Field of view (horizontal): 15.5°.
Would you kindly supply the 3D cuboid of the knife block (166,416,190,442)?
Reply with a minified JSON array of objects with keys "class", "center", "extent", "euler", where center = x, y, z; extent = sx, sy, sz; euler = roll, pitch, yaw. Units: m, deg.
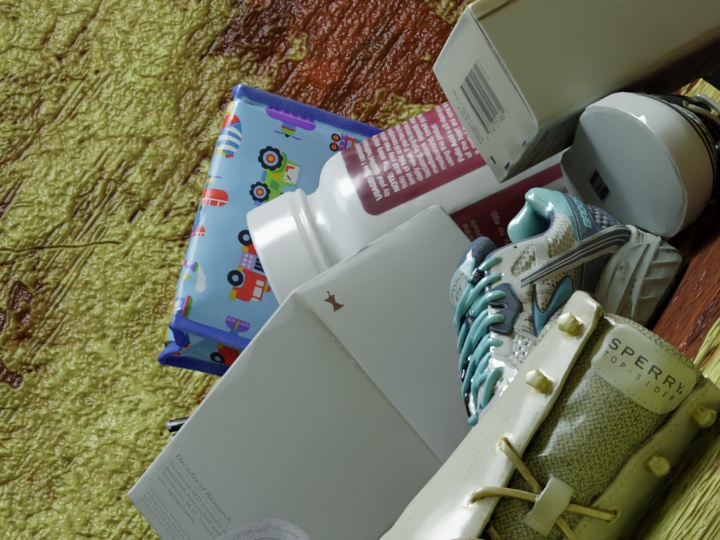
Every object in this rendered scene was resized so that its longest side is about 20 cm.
[{"class":"knife block","center":[-0.086,0.156,2.542],"extent":[0.200,0.175,0.064],"euler":[-55,1,-27]}]

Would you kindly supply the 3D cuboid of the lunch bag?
[{"class":"lunch bag","center":[0.000,0.000,1.527],"extent":[0.094,0.200,0.151],"euler":[120,165,-72]}]

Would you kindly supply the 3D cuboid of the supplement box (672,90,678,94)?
[{"class":"supplement box","center":[0.139,-0.072,1.576],"extent":[0.200,0.061,0.109],"euler":[119,166,-87]}]

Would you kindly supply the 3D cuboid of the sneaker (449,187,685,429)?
[{"class":"sneaker","center":[0.068,0.036,1.163],"extent":[0.078,0.086,0.200],"euler":[-55,0,40]}]

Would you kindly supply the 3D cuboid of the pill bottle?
[{"class":"pill bottle","center":[0.048,-0.029,1.422],"extent":[0.200,0.114,0.114],"euler":[-25,3,4]}]

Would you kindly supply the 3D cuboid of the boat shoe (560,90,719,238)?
[{"class":"boat shoe","center":[0.143,-0.058,1.254],"extent":[0.064,0.071,0.200],"euler":[-31,1,-6]}]

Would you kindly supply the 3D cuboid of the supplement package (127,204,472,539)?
[{"class":"supplement package","center":[-0.005,0.083,1.317],"extent":[0.117,0.117,0.200],"euler":[-31,-14,-43]}]

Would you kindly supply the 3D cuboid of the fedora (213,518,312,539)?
[{"class":"fedora","center":[-0.067,0.202,1.095],"extent":[0.177,0.090,0.200],"euler":[-33,15,19]}]

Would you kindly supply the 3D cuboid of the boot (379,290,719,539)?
[{"class":"boot","center":[0.049,0.084,0.831],"extent":[0.155,0.072,0.200],"euler":[-52,0,7]}]

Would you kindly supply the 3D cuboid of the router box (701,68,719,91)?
[{"class":"router box","center":[0.181,-0.184,1.539],"extent":[0.051,0.149,0.200],"euler":[-55,1,24]}]

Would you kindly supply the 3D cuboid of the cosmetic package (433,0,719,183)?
[{"class":"cosmetic package","center":[0.144,-0.128,1.305],"extent":[0.200,0.073,0.104],"euler":[-29,-8,-15]}]
